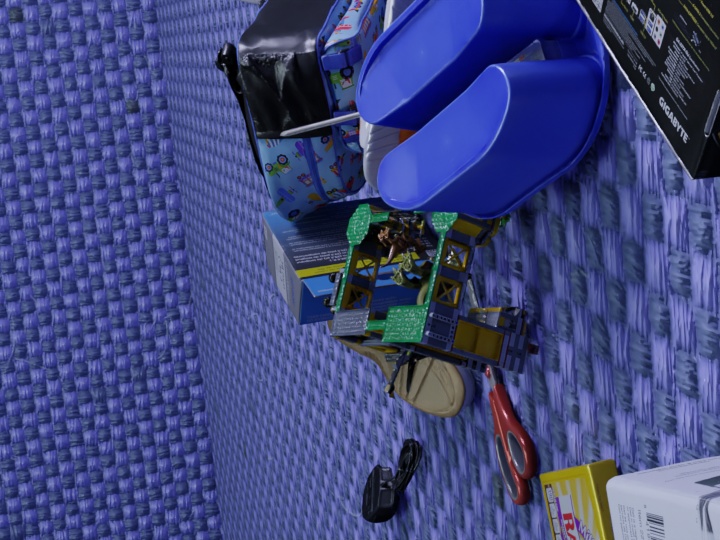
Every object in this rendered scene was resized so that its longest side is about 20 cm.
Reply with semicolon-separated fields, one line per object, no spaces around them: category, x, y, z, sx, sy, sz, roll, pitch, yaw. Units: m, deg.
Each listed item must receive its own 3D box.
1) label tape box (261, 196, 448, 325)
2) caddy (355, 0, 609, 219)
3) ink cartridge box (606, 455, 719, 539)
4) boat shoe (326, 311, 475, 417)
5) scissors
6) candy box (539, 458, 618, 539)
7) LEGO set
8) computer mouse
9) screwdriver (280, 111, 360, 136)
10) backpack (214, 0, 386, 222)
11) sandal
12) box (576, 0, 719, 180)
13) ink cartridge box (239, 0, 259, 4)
label tape box;0.000;0.000;1.328;0.200;0.144;0.063;-124;29;-61
caddy;0.086;-0.118;0.972;0.200;0.105;0.142;-36;61;52
ink cartridge box;0.209;0.176;0.711;0.200;0.084;0.146;170;91;-76
boat shoe;0.051;0.071;1.343;0.200;0.069;0.071;39;117;43
scissors;0.111;0.100;1.211;0.073;0.014;0.200;100;156;-57
candy box;0.174;0.238;1.016;0.102;0.026;0.200;139;121;-70
LEGO set;0.069;0.016;1.148;0.200;0.116;0.154;-19;57;56
computer mouse;0.040;0.231;1.562;0.200;0.034;0.059;121;156;-61
screwdriver;0.016;-0.129;1.179;0.029;0.200;0.028;61;-144;-18
backpack;-0.034;-0.151;1.328;0.183;0.134;0.200;-67;-30;-57
sandal;0.040;-0.170;1.217;0.059;0.079;0.207;-130;42;-57
box;0.170;-0.170;0.739;0.160;0.049;0.200;99;159;-44
ink cartridge box;-0.101;-0.368;1.464;0.125;0.128;0.200;-67;-14;-47
